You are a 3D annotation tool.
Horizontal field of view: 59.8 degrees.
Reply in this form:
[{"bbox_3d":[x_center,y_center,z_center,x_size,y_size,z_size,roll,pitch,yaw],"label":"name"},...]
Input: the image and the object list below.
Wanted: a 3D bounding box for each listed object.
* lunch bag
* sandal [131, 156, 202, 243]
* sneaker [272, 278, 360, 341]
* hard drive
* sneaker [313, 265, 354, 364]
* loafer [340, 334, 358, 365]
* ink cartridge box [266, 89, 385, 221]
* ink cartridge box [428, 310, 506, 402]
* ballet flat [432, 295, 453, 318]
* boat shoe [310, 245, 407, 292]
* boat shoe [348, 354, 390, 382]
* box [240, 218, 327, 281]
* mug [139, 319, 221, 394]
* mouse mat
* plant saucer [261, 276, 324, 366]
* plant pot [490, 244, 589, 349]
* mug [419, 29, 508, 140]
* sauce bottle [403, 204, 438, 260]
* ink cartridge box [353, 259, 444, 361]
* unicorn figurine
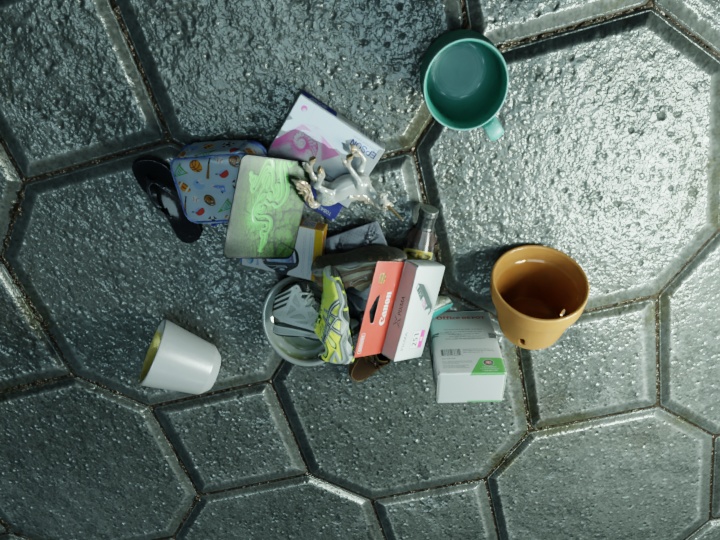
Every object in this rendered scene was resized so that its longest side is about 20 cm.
[{"bbox_3d":[-0.266,-0.166,1.218,0.194,0.076,0.163,0,125,14],"label":"lunch bag"},{"bbox_3d":[-0.385,-0.141,1.266,0.075,0.043,0.202,-25,117,14],"label":"sandal"},{"bbox_3d":[-0.096,0.080,1.308,0.195,0.076,0.119,2,103,16],"label":"sneaker"},{"bbox_3d":[0.012,0.009,1.320,0.132,0.042,0.205,-17,98,11],"label":"hard drive"},{"bbox_3d":[-0.058,0.092,1.220,0.074,0.076,0.206,-7,106,0],"label":"sneaker"},{"bbox_3d":[0.002,0.117,1.403,0.073,0.071,0.200,41,96,-19],"label":"loafer"},{"bbox_3d":[-0.082,-0.212,1.225,0.193,0.044,0.202,28,115,-16],"label":"ink cartridge box"},{"bbox_3d":[0.226,0.184,1.364,0.142,0.202,0.086,-1,124,1],"label":"ink cartridge box"},{"bbox_3d":[0.113,0.093,1.362,0.197,0.071,0.073,-29,122,-20],"label":"ballet flat"},{"bbox_3d":[0.000,0.000,1.266,0.194,0.076,0.073,-7,118,5],"label":"boat shoe"},{"bbox_3d":[0.036,0.190,1.444,0.071,0.068,0.201,32,116,-17],"label":"boat shoe"},{"bbox_3d":[-0.170,-0.056,1.303,0.195,0.042,0.122,14,121,8],"label":"box"},{"bbox_3d":[-0.408,0.206,1.436,0.150,0.186,0.153,23,86,-23],"label":"mug"},{"bbox_3d":[-0.175,-0.115,1.192,0.158,0.007,0.205,-1,115,-38],"label":"mouse mat"},{"bbox_3d":[-0.119,0.107,1.384,0.194,0.050,0.206,3,101,14],"label":"plant saucer"},{"bbox_3d":[0.365,0.068,1.313,0.194,0.204,0.142,-3,139,2],"label":"plant pot"},{"bbox_3d":[0.180,-0.328,1.114,0.148,0.115,0.189,-4,121,2],"label":"mug"},{"bbox_3d":[0.119,-0.038,1.312,0.064,0.067,0.204,7,120,-4],"label":"sauce bottle"},{"bbox_3d":[0.080,0.081,1.243,0.171,0.043,0.205,-2,111,-48],"label":"ink cartridge box"},{"bbox_3d":[-0.022,-0.163,1.199,0.195,0.075,0.139,-4,134,18],"label":"unicorn figurine"}]
